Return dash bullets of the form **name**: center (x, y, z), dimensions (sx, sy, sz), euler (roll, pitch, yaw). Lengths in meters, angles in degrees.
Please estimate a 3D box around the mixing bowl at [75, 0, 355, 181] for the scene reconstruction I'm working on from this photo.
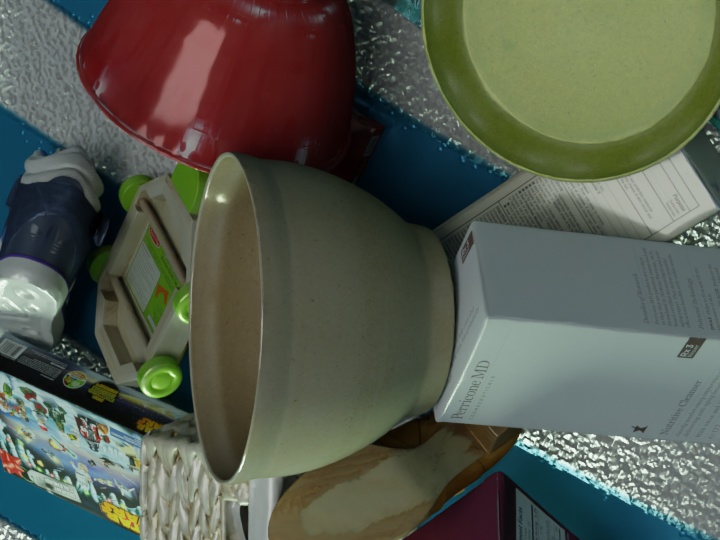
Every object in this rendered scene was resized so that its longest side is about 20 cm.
- **mixing bowl**: center (-0.080, -0.162, 0.985), dimensions (0.200, 0.200, 0.109), euler (37, 126, 15)

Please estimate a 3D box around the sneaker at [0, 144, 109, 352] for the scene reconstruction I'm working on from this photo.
- **sneaker**: center (-0.256, -0.022, 1.187), dimensions (0.080, 0.147, 0.200), euler (22, 154, -13)

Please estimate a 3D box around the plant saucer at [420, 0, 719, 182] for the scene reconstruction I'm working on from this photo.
- **plant saucer**: center (0.134, -0.155, 0.892), dimensions (0.199, 0.031, 0.201), euler (7, 108, 21)

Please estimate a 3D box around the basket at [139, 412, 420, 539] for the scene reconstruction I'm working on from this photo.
- **basket**: center (-0.055, 0.162, 1.052), dimensions (0.123, 0.200, 0.136), euler (8, 103, 31)

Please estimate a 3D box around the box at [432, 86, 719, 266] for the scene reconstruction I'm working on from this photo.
- **box**: center (0.142, -0.033, 0.981), dimensions (0.200, 0.078, 0.095), euler (-33, 84, 27)

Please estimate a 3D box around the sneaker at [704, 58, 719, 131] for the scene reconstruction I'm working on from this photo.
- **sneaker**: center (0.292, -0.119, 0.868), dimensions (0.199, 0.121, 0.084), euler (-13, 94, 27)

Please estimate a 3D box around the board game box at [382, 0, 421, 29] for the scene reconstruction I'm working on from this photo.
- **board game box**: center (0.029, -0.242, 0.950), dimensions (0.200, 0.028, 0.135), euler (38, 130, 2)

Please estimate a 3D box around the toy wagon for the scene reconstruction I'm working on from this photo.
- **toy wagon**: center (-0.148, -0.009, 1.107), dimensions (0.201, 0.039, 0.155), euler (-61, 39, 24)

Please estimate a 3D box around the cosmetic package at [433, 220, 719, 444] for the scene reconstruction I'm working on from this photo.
- **cosmetic package**: center (0.149, 0.041, 0.917), dimensions (0.199, 0.081, 0.113), euler (3, 139, -13)

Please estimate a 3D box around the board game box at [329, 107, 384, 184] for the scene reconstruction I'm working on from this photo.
- **board game box**: center (-0.086, -0.114, 1.109), dimensions (0.199, 0.019, 0.103), euler (33, 111, 16)

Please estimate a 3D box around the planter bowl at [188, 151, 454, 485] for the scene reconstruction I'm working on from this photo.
- **planter bowl**: center (-0.022, 0.031, 0.910), dimensions (0.134, 0.200, 0.202), euler (2, 105, -18)

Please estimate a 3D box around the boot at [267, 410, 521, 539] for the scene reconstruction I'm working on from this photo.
- **boot**: center (0.027, 0.148, 0.994), dimensions (0.201, 0.144, 0.071), euler (-31, 74, -14)

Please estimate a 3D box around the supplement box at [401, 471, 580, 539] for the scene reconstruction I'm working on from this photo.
- **supplement box**: center (0.120, 0.245, 0.993), dimensions (0.110, 0.086, 0.200), euler (-39, 113, 26)

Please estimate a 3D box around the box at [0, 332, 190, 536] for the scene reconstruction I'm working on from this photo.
- **box**: center (-0.207, 0.142, 1.173), dimensions (0.199, 0.040, 0.137), euler (20, 137, 21)
